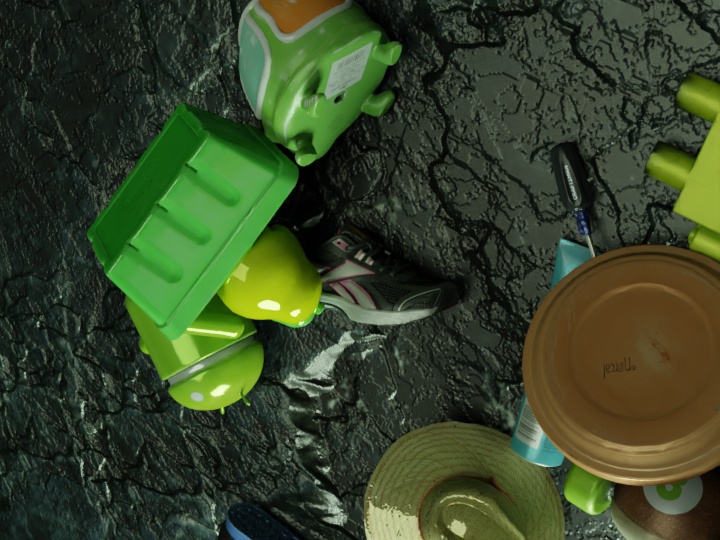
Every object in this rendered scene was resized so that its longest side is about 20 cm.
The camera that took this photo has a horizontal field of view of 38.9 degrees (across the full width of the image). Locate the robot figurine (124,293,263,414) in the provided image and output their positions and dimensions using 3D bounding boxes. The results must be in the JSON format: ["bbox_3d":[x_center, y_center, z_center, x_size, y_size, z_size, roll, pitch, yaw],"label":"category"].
[{"bbox_3d":[-0.178,0.060,1.102,0.202,0.115,0.175,63,150,1],"label":"robot figurine"}]

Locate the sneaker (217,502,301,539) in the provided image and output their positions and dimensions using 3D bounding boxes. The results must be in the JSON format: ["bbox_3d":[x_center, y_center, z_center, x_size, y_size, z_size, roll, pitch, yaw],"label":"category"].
[{"bbox_3d":[-0.084,0.351,1.154,0.199,0.070,0.079,37,123,25],"label":"sneaker"}]

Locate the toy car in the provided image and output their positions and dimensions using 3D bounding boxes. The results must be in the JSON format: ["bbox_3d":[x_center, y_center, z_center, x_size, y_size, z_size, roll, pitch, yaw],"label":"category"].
[{"bbox_3d":[0.292,0.135,0.829,0.163,0.157,0.202,29,104,34],"label":"toy car"}]

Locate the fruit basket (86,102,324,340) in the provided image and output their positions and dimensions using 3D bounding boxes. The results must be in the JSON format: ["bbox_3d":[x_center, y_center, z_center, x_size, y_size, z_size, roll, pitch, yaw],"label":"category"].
[{"bbox_3d":[-0.127,-0.029,0.977,0.156,0.213,0.218,46,128,52],"label":"fruit basket"}]

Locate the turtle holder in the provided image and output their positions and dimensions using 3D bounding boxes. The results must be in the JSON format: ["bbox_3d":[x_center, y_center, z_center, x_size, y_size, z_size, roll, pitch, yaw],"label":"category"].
[{"bbox_3d":[-0.046,-0.188,0.962,0.141,0.186,0.132,-43,75,-2],"label":"turtle holder"}]

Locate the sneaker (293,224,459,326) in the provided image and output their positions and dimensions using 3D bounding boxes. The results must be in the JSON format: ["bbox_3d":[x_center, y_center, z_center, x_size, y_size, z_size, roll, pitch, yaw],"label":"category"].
[{"bbox_3d":[0.000,0.000,1.002,0.198,0.080,0.087,6,104,29],"label":"sneaker"}]

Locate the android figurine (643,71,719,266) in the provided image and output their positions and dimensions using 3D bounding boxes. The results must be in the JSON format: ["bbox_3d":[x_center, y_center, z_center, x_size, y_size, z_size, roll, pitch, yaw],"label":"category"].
[{"bbox_3d":[0.332,-0.077,0.804,0.199,0.041,0.184,28,115,23],"label":"android figurine"}]

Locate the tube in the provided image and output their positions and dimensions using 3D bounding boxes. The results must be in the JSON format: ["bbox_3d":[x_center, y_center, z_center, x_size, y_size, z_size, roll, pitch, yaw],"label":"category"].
[{"bbox_3d":[0.188,0.078,0.930,0.077,0.050,0.202,19,106,15],"label":"tube"}]

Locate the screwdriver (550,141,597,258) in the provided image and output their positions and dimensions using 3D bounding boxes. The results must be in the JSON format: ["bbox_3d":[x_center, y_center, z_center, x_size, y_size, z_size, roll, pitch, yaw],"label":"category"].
[{"bbox_3d":[0.201,-0.014,0.892,0.029,0.028,0.203,-11,85,-10],"label":"screwdriver"}]

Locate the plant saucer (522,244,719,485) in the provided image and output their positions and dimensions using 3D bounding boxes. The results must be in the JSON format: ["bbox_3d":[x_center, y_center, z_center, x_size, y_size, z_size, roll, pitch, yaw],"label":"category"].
[{"bbox_3d":[0.226,0.069,0.817,0.198,0.032,0.202,-11,60,20],"label":"plant saucer"}]

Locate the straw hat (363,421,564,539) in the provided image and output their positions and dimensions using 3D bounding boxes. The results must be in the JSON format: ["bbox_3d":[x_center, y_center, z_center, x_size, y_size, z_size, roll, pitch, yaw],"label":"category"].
[{"bbox_3d":[0.103,0.233,0.930,0.198,0.085,0.204,1,79,-6],"label":"straw hat"}]
